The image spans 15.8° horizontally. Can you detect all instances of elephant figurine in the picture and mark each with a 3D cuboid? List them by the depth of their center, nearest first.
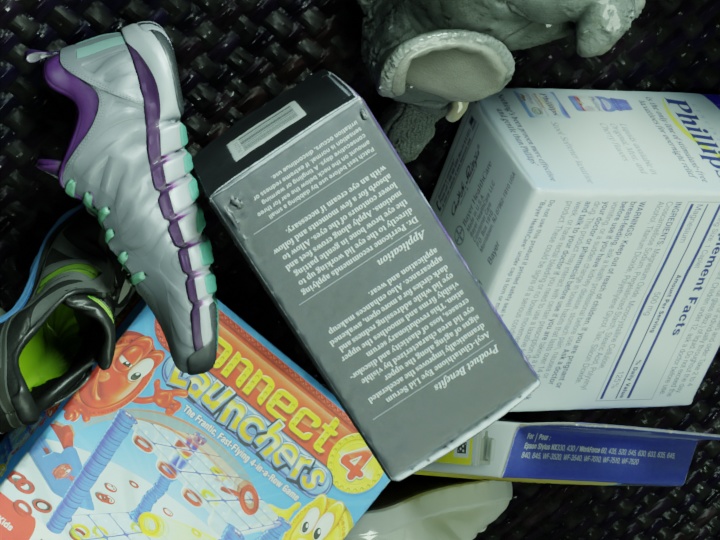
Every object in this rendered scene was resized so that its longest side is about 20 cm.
[{"bbox_3d":[0.051,-0.144,1.477,0.199,0.142,0.155,-29,108,19],"label":"elephant figurine"}]

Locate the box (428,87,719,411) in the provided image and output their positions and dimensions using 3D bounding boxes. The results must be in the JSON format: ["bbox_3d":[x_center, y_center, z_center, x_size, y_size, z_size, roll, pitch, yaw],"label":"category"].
[{"bbox_3d":[0.145,-0.012,1.655,0.199,0.105,0.185,0,130,-28],"label":"box"}]

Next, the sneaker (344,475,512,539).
[{"bbox_3d":[0.038,0.183,1.728,0.200,0.072,0.085,-11,97,-56],"label":"sneaker"}]

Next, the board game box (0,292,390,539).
[{"bbox_3d":[-0.107,0.127,1.586,0.200,0.056,0.196,40,87,-20],"label":"board game box"}]

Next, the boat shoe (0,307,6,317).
[{"bbox_3d":[-0.256,0.034,1.501,0.071,0.070,0.201,-38,139,3],"label":"boat shoe"}]

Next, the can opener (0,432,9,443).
[{"bbox_3d":[-0.262,0.121,1.598,0.063,0.079,0.200,-10,147,38],"label":"can opener"}]

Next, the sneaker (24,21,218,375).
[{"bbox_3d":[-0.134,-0.036,1.464,0.087,0.074,0.201,-11,93,-6],"label":"sneaker"}]

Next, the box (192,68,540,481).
[{"bbox_3d":[0.000,0.000,1.494,0.104,0.148,0.200,-34,104,-1],"label":"box"}]

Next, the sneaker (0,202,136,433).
[{"bbox_3d":[-0.162,0.027,1.486,0.200,0.082,0.071,-53,131,-42],"label":"sneaker"}]

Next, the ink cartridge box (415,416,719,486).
[{"bbox_3d":[0.119,0.118,1.687,0.197,0.199,0.047,8,87,-47],"label":"ink cartridge box"}]
